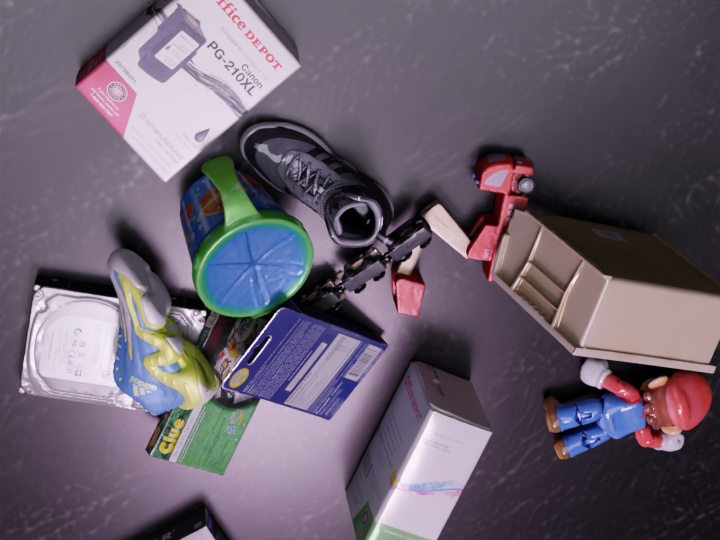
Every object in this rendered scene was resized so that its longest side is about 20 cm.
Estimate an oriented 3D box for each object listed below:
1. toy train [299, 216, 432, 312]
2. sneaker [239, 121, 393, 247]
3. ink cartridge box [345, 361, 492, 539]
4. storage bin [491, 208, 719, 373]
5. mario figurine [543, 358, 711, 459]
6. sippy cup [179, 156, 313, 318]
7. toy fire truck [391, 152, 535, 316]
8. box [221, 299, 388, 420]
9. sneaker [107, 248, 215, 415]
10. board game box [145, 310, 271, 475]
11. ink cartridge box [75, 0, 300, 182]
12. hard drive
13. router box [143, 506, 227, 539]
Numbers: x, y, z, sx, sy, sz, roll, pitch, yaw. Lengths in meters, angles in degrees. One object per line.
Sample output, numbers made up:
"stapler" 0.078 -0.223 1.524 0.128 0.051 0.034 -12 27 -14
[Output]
"toy train" 0.000 0.000 1.720 0.200 0.046 0.034 -35 118 20
"sneaker" -0.043 -0.093 1.661 0.200 0.114 0.076 32 103 -16
"ink cartridge box" 0.066 0.228 1.772 0.087 0.145 0.200 20 106 -14
"storage bin" 0.279 0.017 1.667 0.200 0.199 0.094 8 112 -30
"mario figurine" 0.329 0.167 1.833 0.200 0.106 0.123 -15 147 10
"sippy cup" -0.136 -0.040 1.649 0.140 0.130 0.178 8 123 -33
"toy fire truck" 0.117 -0.043 1.732 0.141 0.049 0.200 7 108 -8
"box" -0.068 0.101 1.718 0.121 0.032 0.200 -52 142 12
"sneaker" -0.251 0.079 1.679 0.105 0.076 0.200 -28 97 15
"board game box" -0.164 0.139 1.754 0.105 0.023 0.200 21 101 -35
"ink cartridge box" -0.184 -0.219 1.614 0.200 0.084 0.145 -40 110 8
"hard drive" -0.287 0.090 1.739 0.200 0.038 0.140 10 109 -11
"router box" -0.236 0.408 1.850 0.200 0.052 0.157 -30 110 4
